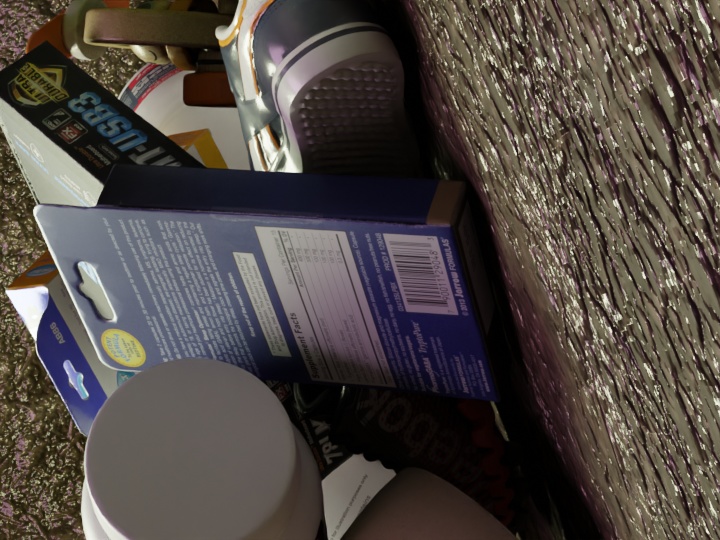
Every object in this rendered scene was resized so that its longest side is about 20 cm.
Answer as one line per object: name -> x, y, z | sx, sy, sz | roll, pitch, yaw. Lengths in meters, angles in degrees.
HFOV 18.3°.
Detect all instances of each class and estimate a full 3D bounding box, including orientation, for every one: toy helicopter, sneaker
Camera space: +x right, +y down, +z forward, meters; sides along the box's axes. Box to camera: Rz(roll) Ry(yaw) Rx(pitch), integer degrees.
toy helicopter -> -0.111, -0.131, 1.261 | 0.200, 0.132, 0.079 | -54, -36, -86
sneaker -> -0.019, -0.079, 1.023 | 0.200, 0.078, 0.079 | 97, 148, -65
sneaker -> 0.021, 0.069, 1.123 | 0.071, 0.098, 0.201 | -124, 11, -58

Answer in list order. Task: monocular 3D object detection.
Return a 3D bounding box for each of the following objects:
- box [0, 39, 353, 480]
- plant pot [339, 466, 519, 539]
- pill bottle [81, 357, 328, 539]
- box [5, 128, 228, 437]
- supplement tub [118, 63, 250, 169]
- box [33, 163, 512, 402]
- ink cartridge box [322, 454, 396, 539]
box -> -0.101, 0.001, 1.181 | 0.200, 0.050, 0.199 | 38, 156, 39
plant pot -> 0.034, 0.211, 1.050 | 0.200, 0.134, 0.200 | 47, 165, 17
pill bottle -> -0.073, 0.125, 1.086 | 0.200, 0.114, 0.114 | 87, 161, -64
box -> -0.133, 0.016, 1.365 | 0.041, 0.200, 0.119 | -4, 121, 41
supplement tub -> -0.102, -0.082, 1.547 | 0.200, 0.140, 0.140 | -132, 21, -75
box -> -0.039, 0.005, 1.013 | 0.121, 0.200, 0.032 | 73, -153, -46
ink cartridge box -> -0.023, 0.143, 1.288 | 0.200, 0.084, 0.145 | 23, 168, 28
